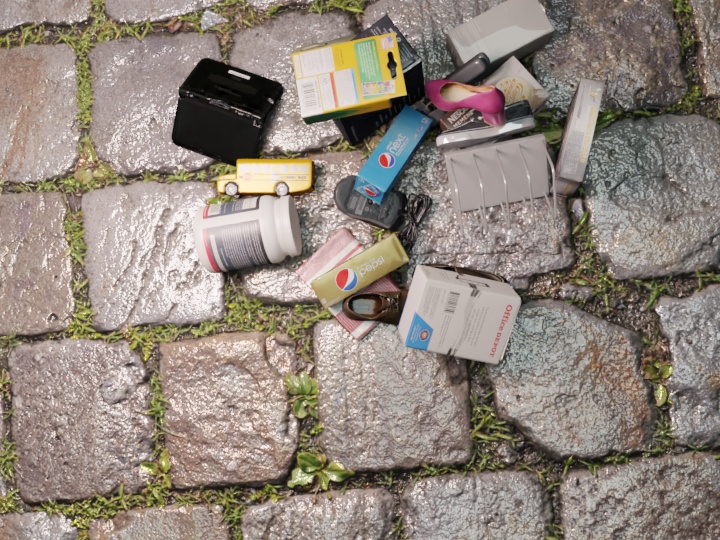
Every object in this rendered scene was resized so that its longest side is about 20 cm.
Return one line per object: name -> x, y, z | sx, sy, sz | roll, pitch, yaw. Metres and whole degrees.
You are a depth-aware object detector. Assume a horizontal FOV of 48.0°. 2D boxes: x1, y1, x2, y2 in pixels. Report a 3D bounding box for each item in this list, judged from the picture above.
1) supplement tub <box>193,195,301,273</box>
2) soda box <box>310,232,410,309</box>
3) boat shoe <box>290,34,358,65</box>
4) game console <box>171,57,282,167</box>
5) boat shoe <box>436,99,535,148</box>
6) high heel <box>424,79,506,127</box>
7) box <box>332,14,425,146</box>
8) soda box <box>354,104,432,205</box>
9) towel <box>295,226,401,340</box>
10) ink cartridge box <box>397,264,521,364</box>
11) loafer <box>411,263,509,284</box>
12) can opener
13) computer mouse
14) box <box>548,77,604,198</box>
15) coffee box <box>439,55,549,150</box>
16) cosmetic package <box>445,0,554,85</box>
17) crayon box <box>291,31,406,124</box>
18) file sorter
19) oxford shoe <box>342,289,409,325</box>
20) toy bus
supplement tub -> -0.230, -0.076, 1.657 | 0.199, 0.140, 0.141 | -9, 83, 5
soda box -> 0.000, 0.000, 1.630 | 0.199, 0.068, 0.064 | -31, 93, 4
boat shoe -> -0.047, -0.459, 1.729 | 0.199, 0.072, 0.068 | -15, 119, -3
game console -> -0.289, -0.342, 1.756 | 0.199, 0.117, 0.177 | 20, 56, 7
boat shoe -> 0.241, -0.290, 1.585 | 0.199, 0.072, 0.068 | -14, 87, 1
high heel -> 0.192, -0.343, 1.538 | 0.067, 0.096, 0.200 | -43, 54, -11
box -> 0.016, -0.377, 1.635 | 0.196, 0.200, 0.124 | -37, 80, 1
soda box -> 0.067, -0.237, 1.651 | 0.068, 0.064, 0.201 | 31, 68, 5
towel -> -0.020, 0.028, 1.685 | 0.144, 0.023, 0.200 | -42, 83, -2
ink cartridge box -> 0.191, 0.086, 1.574 | 0.199, 0.084, 0.147 | 12, 108, -13
loafer -> 0.201, 0.027, 1.634 | 0.199, 0.071, 0.074 | 7, 84, 7
can opener -> 0.189, -0.362, 1.649 | 0.200, 0.053, 0.067 | -29, 109, 39
computer mouse -> 0.036, -0.128, 1.684 | 0.199, 0.053, 0.139 | 25, 88, -2
box -> 0.426, -0.258, 1.599 | 0.048, 0.158, 0.201 | 13, 84, 7
coffee box -> 0.273, -0.324, 1.662 | 0.200, 0.080, 0.115 | -40, 82, 1
cosmetic package -> 0.288, -0.483, 1.677 | 0.199, 0.090, 0.107 | -25, 83, 0
crayon box -> -0.020, -0.357, 1.509 | 0.199, 0.052, 0.127 | -11, 82, 6
file sorter -> 0.280, -0.160, 1.591 | 0.199, 0.139, 0.125 | -11, 38, 4
oxford shoe -> 0.063, 0.074, 1.623 | 0.198, 0.084, 0.073 | -5, 84, -2
toy bus -> -0.198, -0.192, 1.698 | 0.198, 0.065, 0.079 | 1, 90, 3
